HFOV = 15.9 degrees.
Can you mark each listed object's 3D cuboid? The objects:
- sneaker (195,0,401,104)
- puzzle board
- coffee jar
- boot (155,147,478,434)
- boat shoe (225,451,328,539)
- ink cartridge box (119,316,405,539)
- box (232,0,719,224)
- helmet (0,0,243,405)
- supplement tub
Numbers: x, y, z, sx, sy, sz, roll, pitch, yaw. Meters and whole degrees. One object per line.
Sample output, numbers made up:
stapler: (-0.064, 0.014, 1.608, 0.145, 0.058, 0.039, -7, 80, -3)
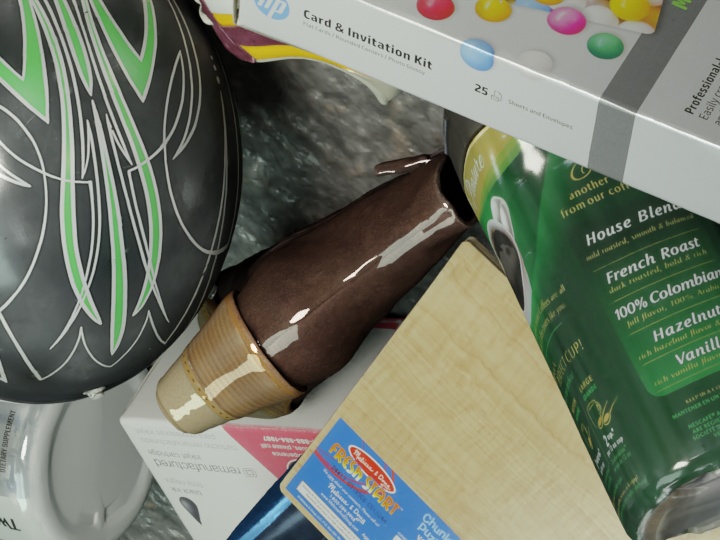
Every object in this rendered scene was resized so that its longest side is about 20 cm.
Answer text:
sneaker: (-0.059, -0.135, 1.062, 0.199, 0.075, 0.090, 30, 139, 9)
puzzle board: (0.076, 0.106, 1.077, 0.200, 0.017, 0.151, 44, 117, 14)
coffee jar: (0.102, -0.001, 1.001, 0.104, 0.085, 0.201, 85, 162, -71)
boot: (0.000, 0.000, 1.152, 0.166, 0.200, 0.072, -36, 94, 17)
boat shoe: (0.001, 0.109, 1.163, 0.069, 0.084, 0.200, 44, 130, -6)
ink cartridge box: (-0.011, 0.121, 1.314, 0.145, 0.085, 0.200, 1, 135, 37)
box: (0.079, -0.109, 0.912, 0.199, 0.156, 0.041, 23, 141, 16)
helmet: (-0.142, -0.050, 1.104, 0.191, 0.200, 0.201, 40, 161, 54)
supplement tub: (-0.219, 0.083, 1.403, 0.199, 0.123, 0.123, 8, 137, 31)
